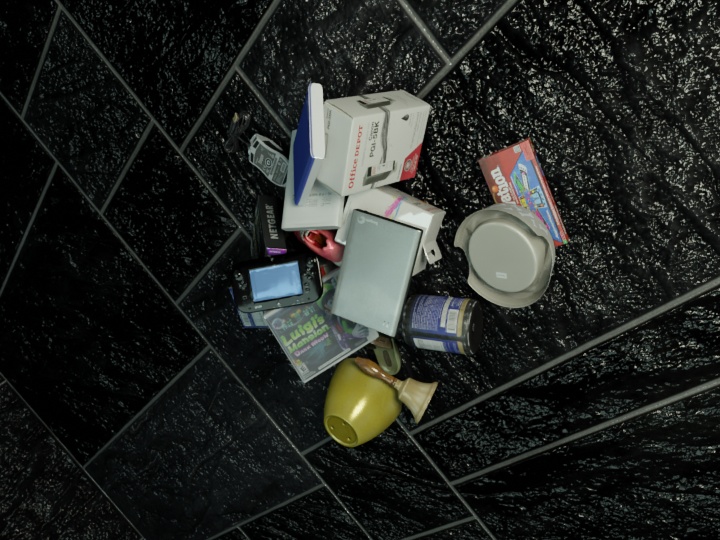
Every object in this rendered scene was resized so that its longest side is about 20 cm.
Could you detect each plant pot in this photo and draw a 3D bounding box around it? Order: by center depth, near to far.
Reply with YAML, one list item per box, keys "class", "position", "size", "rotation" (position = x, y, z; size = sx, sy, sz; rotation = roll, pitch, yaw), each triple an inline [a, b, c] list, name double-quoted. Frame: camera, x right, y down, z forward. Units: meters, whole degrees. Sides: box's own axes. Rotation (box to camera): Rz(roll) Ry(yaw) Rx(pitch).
- class: "plant pot"
  position: [-0.013, 0.342, 1.413]
  size: [0.195, 0.142, 0.205]
  rotation: [19, 130, 23]

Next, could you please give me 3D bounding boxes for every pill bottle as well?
- class: "pill bottle"
  position: [0.153, 0.110, 1.222]
  size: [0.194, 0.112, 0.115]
  rotation: [5, 119, 28]

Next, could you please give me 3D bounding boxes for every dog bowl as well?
- class: "dog bowl"
  position: [0.274, -0.033, 1.084]
  size: [0.196, 0.058, 0.205]
  rotation: [26, 134, 29]

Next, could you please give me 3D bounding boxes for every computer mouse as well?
- class: "computer mouse"
  position: [-0.216, -0.261, 1.278]
  size: [0.199, 0.044, 0.111]
  rotation: [40, 124, 12]

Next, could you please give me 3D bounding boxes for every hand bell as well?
- class: "hand bell"
  position: [0.073, 0.259, 1.351]
  size: [0.196, 0.104, 0.106]
  rotation: [29, 127, 10]

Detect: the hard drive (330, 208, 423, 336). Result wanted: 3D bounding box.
- class: "hard drive"
  position: [0.029, 0.003, 1.076]
  size: [0.136, 0.033, 0.207]
  rotation: [18, 104, 17]

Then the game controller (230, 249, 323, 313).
- class: "game controller"
  position: [-0.171, 0.024, 1.178]
  size: [0.193, 0.042, 0.108]
  rotation: [-10, 82, 11]

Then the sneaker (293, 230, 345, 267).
- class: "sneaker"
  position: [-0.093, -0.078, 1.210]
  size: [0.198, 0.086, 0.075]
  rotation: [32, 96, 43]

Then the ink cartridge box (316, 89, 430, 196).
- class: "ink cartridge box"
  position: [0.022, -0.233, 1.042]
  size: [0.082, 0.196, 0.151]
  rotation: [37, 132, 34]

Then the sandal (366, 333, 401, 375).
- class: "sandal"
  position: [0.042, 0.167, 1.350]
  size: [0.078, 0.057, 0.206]
  rotation: [-9, 113, 38]

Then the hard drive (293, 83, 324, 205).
- class: "hard drive"
  position: [-0.096, -0.219, 1.036]
  size: [0.024, 0.137, 0.200]
  rotation: [1, 164, -14]

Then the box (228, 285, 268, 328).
- class: "box"
  position: [-0.244, 0.089, 1.491]
  size: [0.194, 0.032, 0.125]
  rotation: [-2, 115, 33]

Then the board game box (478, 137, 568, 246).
- class: "board game box"
  position: [0.301, -0.130, 1.062]
  size: [0.101, 0.019, 0.204]
  rotation: [-17, 107, 37]

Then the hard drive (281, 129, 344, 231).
- class: "hard drive"
  position: [-0.088, -0.182, 1.135]
  size: [0.128, 0.027, 0.208]
  rotation: [-1, 78, 27]

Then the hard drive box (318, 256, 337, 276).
- class: "hard drive box"
  position: [-0.087, 0.083, 1.319]
  size: [0.075, 0.156, 0.206]
  rotation: [-4, 115, 30]

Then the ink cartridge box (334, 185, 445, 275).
- class: "ink cartridge box"
  position: [0.072, -0.084, 1.134]
  size: [0.195, 0.128, 0.129]
  rotation: [25, 106, 15]

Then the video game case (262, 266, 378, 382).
- class: "video game case"
  position: [-0.082, 0.118, 1.231]
  size: [0.196, 0.023, 0.185]
  rotation: [-30, 111, -1]

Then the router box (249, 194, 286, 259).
- class: "router box"
  position: [-0.211, -0.050, 1.300]
  size: [0.049, 0.203, 0.152]
  rotation: [2, 129, -19]
